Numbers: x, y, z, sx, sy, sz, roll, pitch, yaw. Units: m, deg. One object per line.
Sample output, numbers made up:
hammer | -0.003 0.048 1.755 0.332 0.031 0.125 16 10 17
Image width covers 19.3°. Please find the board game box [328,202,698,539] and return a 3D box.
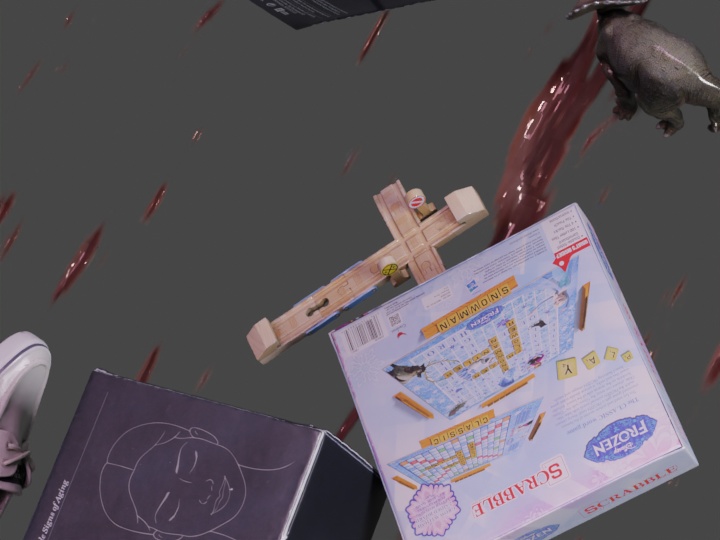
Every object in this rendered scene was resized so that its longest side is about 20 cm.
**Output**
board game box | 0.099 0.085 1.428 0.199 0.041 0.200 -27 59 12

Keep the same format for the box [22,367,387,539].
box | -0.115 0.195 1.434 0.195 0.124 0.201 13 73 29

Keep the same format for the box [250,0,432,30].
box | 0.004 -0.305 1.605 0.181 0.104 0.202 -8 72 28

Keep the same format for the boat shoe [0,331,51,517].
boat shoe | -0.275 0.145 1.573 0.065 0.072 0.201 25 80 29

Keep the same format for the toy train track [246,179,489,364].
toy train track | 0.000 0.000 1.527 0.199 0.033 0.115 -34 56 9

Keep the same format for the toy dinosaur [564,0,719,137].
toy dinosaur | 0.204 -0.138 1.450 0.077 0.102 0.200 -40 54 4
